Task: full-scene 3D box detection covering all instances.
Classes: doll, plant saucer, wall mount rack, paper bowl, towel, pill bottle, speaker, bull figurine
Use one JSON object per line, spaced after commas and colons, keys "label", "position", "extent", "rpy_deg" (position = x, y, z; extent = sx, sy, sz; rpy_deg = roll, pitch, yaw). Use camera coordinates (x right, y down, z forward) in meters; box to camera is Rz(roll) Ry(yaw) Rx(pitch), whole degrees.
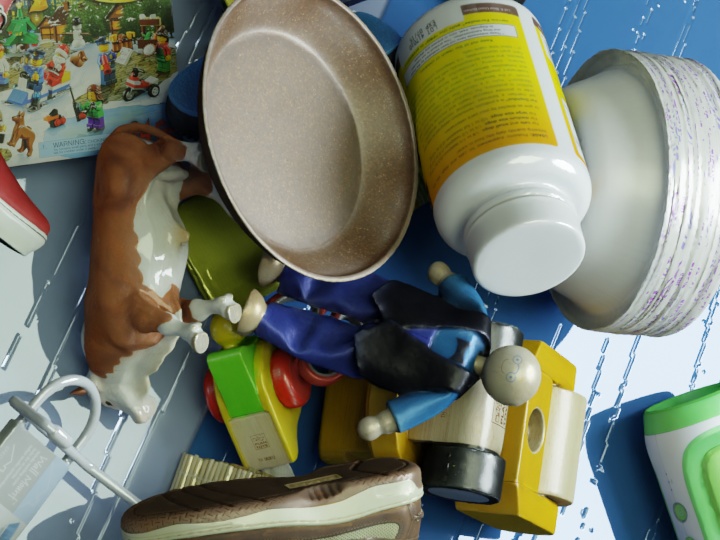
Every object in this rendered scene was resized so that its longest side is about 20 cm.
{"label": "doll", "position": [0.022, 0.048, 1.637], "extent": [0.199, 0.049, 0.137], "rpy_deg": [17, 65, 6]}
{"label": "plant saucer", "position": [-0.041, -0.088, 1.627], "extent": [0.200, 0.037, 0.202], "rpy_deg": [19, 64, -44]}
{"label": "wall mount rack", "position": [-0.203, 0.176, 1.607], "extent": [0.200, 0.074, 0.174], "rpy_deg": [-52, 138, -10]}
{"label": "paper bowl", "position": [0.178, -0.056, 1.761], "extent": [0.104, 0.200, 0.202], "rpy_deg": [6, 80, -23]}
{"label": "towel", "position": [-0.041, -0.046, 1.758], "extent": [0.199, 0.018, 0.086], "rpy_deg": [-30, 93, -26]}
{"label": "pill bottle", "position": [0.093, -0.084, 1.696], "extent": [0.109, 0.109, 0.201], "rpy_deg": [8, 47, -24]}
{"label": "speaker", "position": [0.274, 0.188, 1.837], "extent": [0.088, 0.088, 0.201], "rpy_deg": [-19, 91, -27]}
{"label": "bull figurine", "position": [-0.137, 0.003, 1.637], "extent": [0.065, 0.121, 0.201], "rpy_deg": [-4, 93, -54]}

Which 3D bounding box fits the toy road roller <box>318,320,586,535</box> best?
{"label": "toy road roller", "position": [0.061, 0.106, 1.744], "extent": [0.200, 0.145, 0.124], "rpy_deg": [31, 65, -59]}

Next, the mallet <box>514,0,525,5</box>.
{"label": "mallet", "position": [0.088, -0.140, 1.824], "extent": [0.065, 0.041, 0.201], "rpy_deg": [5, 85, -22]}

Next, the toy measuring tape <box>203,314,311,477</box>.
{"label": "toy measuring tape", "position": [-0.056, 0.111, 1.709], "extent": [0.073, 0.073, 0.201], "rpy_deg": [-33, 114, -26]}

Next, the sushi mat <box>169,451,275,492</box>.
{"label": "sushi mat", "position": [-0.110, 0.222, 1.653], "extent": [0.012, 0.095, 0.201], "rpy_deg": [47, 59, -58]}

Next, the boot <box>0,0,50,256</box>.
{"label": "boot", "position": [-0.238, -0.118, 1.587], "extent": [0.144, 0.072, 0.200], "rpy_deg": [-47, 112, -14]}

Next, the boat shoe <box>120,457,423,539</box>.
{"label": "boat shoe", "position": [-0.053, 0.175, 1.608], "extent": [0.201, 0.075, 0.075], "rpy_deg": [-7, 101, -14]}

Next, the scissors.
{"label": "scissors", "position": [0.000, 0.000, 1.725], "extent": [0.073, 0.014, 0.200], "rpy_deg": [40, 51, -2]}

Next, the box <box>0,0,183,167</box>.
{"label": "box", "position": [-0.220, -0.140, 1.653], "extent": [0.199, 0.038, 0.137], "rpy_deg": [-10, 103, -27]}

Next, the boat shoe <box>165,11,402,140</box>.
{"label": "boat shoe", "position": [-0.048, -0.116, 1.717], "extent": [0.199, 0.069, 0.084], "rpy_deg": [-17, 50, -35]}

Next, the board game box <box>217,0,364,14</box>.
{"label": "board game box", "position": [-0.043, -0.283, 1.755], "extent": [0.199, 0.062, 0.201], "rpy_deg": [-22, 83, -18]}
